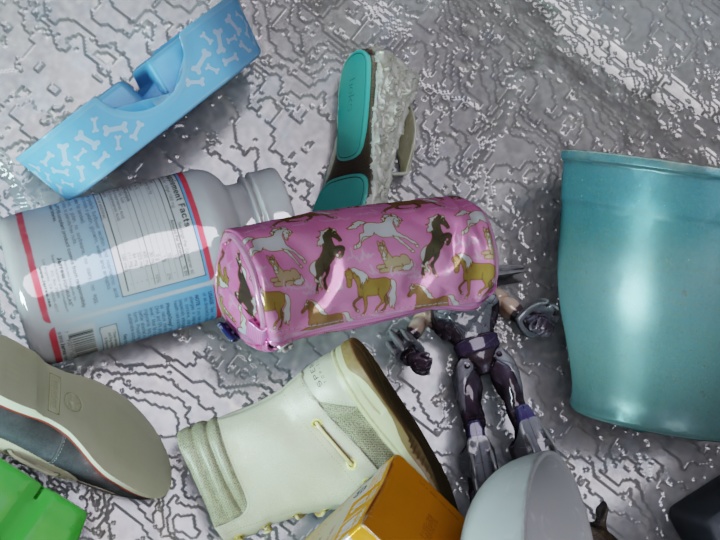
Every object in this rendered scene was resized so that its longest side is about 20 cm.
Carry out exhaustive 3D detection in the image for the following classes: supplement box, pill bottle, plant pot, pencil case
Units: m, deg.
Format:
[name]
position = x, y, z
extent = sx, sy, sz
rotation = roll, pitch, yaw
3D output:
[supplement box]
position = -0.029, 0.227, 1.028
extent = 0.074, 0.126, 0.200
rotation = 44, 108, -2
[pill bottle]
position = -0.147, -0.009, 1.106
extent = 0.200, 0.109, 0.109
rotation = -15, 82, -12
[plant pot]
position = 0.229, 0.020, 1.125
extent = 0.200, 0.200, 0.188
rotation = 9, 94, -7
[pencil case]
position = 0.000, 0.000, 1.073
extent = 0.200, 0.083, 0.087
rotation = -11, 112, -28

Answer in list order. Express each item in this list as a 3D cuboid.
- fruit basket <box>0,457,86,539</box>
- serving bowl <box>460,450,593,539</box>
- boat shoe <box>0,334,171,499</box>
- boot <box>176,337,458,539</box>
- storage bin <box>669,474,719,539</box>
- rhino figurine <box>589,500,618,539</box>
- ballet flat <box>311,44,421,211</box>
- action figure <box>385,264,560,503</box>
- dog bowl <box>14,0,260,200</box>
[fruit basket]
position = -0.300, 0.206, 1.018
extent = 0.215, 0.156, 0.216
rotation = 7, 65, -14
[serving bowl]
position = 0.104, 0.219, 1.008
extent = 0.066, 0.200, 0.200
rotation = -10, 80, 20
[boat shoe]
position = -0.214, 0.107, 1.071
extent = 0.200, 0.063, 0.071
rotation = 37, 34, -37
[boot]
position = -0.023, 0.159, 1.109
extent = 0.155, 0.072, 0.200
rotation = -27, 114, 7
[storage bin]
position = 0.310, 0.185, 1.104
extent = 0.134, 0.200, 0.146
rotation = -29, 85, -1
[rhino figurine]
position = 0.198, 0.241, 1.129
extent = 0.060, 0.087, 0.200
rotation = -41, 86, 26
[ballet flat]
position = 0.009, -0.070, 1.167
extent = 0.072, 0.072, 0.200
rotation = 13, 80, -6
[action figure]
position = 0.091, 0.070, 1.149
extent = 0.130, 0.069, 0.200
rotation = -17, 78, -1
[dog bowl]
position = -0.156, -0.123, 1.131
extent = 0.200, 0.111, 0.050
rotation = -39, 101, -13
